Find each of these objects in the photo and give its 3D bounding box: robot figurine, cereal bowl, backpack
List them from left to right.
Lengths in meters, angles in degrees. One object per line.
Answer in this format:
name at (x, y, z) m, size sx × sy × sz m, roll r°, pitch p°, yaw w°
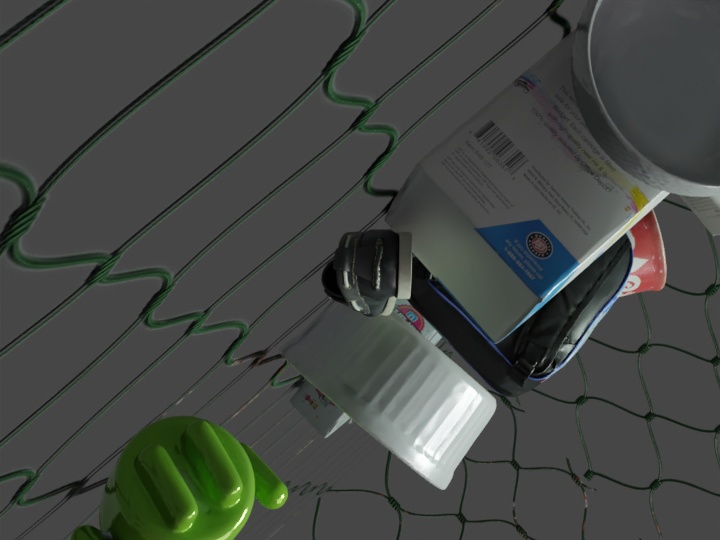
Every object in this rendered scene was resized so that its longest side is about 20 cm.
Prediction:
robot figurine at (-0.155, 0.192, 1.546) m, size 0.175 × 0.116 × 0.200 m, roll -28°, pitch 168°, yaw -25°
backpack at (0.160, 0.006, 1.886) m, size 0.200 × 0.183 × 0.147 m, roll -46°, pitch -179°, yaw -20°
cereal bowl at (0.250, -0.148, 1.433) m, size 0.200 × 0.200 × 0.083 m, roll -39°, pitch 180°, yaw -20°

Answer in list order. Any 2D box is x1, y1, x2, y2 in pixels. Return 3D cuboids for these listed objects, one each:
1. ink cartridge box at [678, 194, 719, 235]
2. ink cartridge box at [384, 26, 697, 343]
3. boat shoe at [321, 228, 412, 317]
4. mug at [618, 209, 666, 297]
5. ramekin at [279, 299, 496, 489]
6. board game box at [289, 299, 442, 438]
ink cartridge box at (0.343, -0.153, 1.799) m, size 0.145 × 0.200 × 0.083 m, roll -41°, pitch -175°, yaw -9°
ink cartridge box at (0.149, -0.070, 1.516) m, size 0.200 × 0.147 × 0.145 m, roll -40°, pitch 173°, yaw -19°
boat shoe at (0.000, 0.000, 1.535) m, size 0.068 × 0.072 × 0.200 m, roll -2°, pitch 174°, yaw -6°
mug at (0.213, -0.017, 2.050) m, size 0.200 × 0.134 × 0.178 m, roll -16°, pitch -173°, yaw -7°
ramekin at (0.031, 0.102, 1.716) m, size 0.098 × 0.200 × 0.200 m, roll -49°, pitch 172°, yaw -1°
board game box at (0.029, 0.085, 2.088) m, size 0.200 × 0.064 × 0.148 m, roll -38°, pitch 170°, yaw -41°
